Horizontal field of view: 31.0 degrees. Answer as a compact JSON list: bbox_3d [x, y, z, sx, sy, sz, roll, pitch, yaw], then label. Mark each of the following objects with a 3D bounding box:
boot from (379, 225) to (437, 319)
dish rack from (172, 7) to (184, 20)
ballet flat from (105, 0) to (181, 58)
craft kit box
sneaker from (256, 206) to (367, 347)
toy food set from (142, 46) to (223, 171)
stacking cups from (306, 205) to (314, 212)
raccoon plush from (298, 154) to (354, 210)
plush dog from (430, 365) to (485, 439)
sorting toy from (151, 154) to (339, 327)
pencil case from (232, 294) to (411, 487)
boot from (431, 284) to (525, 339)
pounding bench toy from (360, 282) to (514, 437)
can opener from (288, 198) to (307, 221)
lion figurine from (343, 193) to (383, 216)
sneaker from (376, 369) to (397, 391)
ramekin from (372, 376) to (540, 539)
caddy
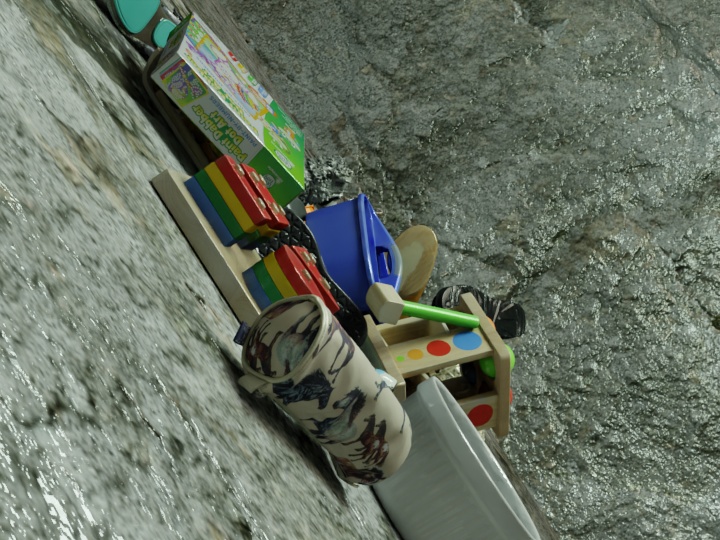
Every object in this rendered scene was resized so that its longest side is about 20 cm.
[{"bbox_3d":[0.047,0.030,1.750,0.071,0.202,0.144,28,5,6],"label":"boot"},{"bbox_3d":[-0.203,-0.238,1.740,0.200,0.054,0.153,60,6,32],"label":"dish rack"},{"bbox_3d":[-0.266,-0.306,1.567,0.072,0.072,0.200,59,5,34],"label":"ballet flat"},{"bbox_3d":[-0.140,-0.180,1.438,0.200,0.048,0.198,47,17,-19],"label":"craft kit box"},{"bbox_3d":[-0.069,0.016,1.449,0.201,0.072,0.083,58,-17,-8],"label":"sneaker"},{"bbox_3d":[-0.171,-0.162,1.505,0.201,0.060,0.144,56,4,-1],"label":"toy food set"},{"bbox_3d":[-0.094,-0.099,1.879,0.201,0.060,0.061,59,5,12],"label":"stacking cups"},{"bbox_3d":[-0.096,-0.137,1.647,0.200,0.134,0.097,52,7,-46],"label":"raccoon plush"},{"bbox_3d":[0.122,0.194,1.778,0.200,0.159,0.173,36,45,-79],"label":"plush dog"},{"bbox_3d":[-0.094,-0.015,1.237,0.199,0.069,0.200,57,4,4],"label":"sorting toy"},{"bbox_3d":[-0.025,0.104,1.057,0.078,0.089,0.200,43,-7,43],"label":"pencil case"},{"bbox_3d":[0.117,0.073,1.814,0.198,0.162,0.074,11,73,-48],"label":"boot"},{"bbox_3d":[0.090,0.090,1.466,0.124,0.155,0.201,-119,-160,-50],"label":"pounding bench toy"},{"bbox_3d":[-0.103,-0.058,1.545,0.200,0.052,0.067,15,60,-81],"label":"can opener"},{"bbox_3d":[-0.004,-0.018,1.830,0.200,0.072,0.123,-80,179,-62],"label":"lion figurine"},{"bbox_3d":[-0.023,0.113,1.236,0.090,0.079,0.200,38,0,3],"label":"sneaker"},{"bbox_3d":[0.085,0.217,1.302,0.201,0.105,0.200,56,4,-6],"label":"ramekin"},{"bbox_3d":[0.000,0.000,1.586,0.142,0.104,0.201,71,9,-46],"label":"caddy"}]
